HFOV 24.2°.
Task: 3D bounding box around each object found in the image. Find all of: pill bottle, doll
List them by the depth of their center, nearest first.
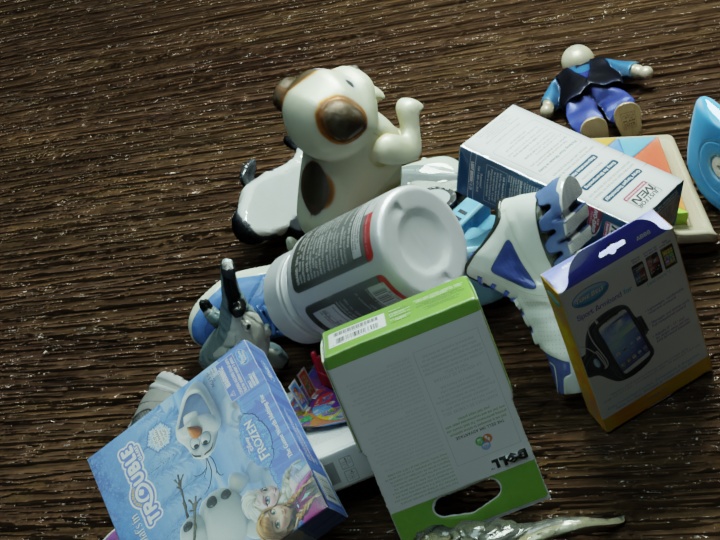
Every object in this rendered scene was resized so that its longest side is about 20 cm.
[{"bbox_3d":[0.000,0.000,1.631,0.199,0.114,0.114,-24,26,48],"label":"pill bottle"},{"bbox_3d":[0.269,-0.204,1.911,0.136,0.049,0.200,-23,29,5],"label":"doll"}]

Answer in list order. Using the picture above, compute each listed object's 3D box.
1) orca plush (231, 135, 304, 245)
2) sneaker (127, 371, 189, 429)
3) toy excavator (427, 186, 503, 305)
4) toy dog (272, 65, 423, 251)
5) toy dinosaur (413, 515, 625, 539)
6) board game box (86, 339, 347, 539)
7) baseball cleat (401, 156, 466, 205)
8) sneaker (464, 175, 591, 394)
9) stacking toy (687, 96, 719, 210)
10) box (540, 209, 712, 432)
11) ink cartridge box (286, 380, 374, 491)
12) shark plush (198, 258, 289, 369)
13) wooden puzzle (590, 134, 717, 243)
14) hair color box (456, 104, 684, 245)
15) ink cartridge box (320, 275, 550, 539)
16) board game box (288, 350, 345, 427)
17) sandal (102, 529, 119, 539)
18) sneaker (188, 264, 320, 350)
[{"bbox_3d":[-0.110,-0.086,1.969,0.071,0.105,0.201,-39,26,39],"label":"orca plush"},{"bbox_3d":[-0.163,0.167,1.689,0.082,0.075,0.199,-50,32,-18],"label":"sneaker"},{"bbox_3d":[0.145,-0.019,1.718,0.199,0.101,0.194,15,38,31],"label":"toy excavator"},{"bbox_3d":[-0.023,-0.124,1.750,0.193,0.201,0.139,-31,43,-17],"label":"toy dog"},{"bbox_3d":[0.125,0.243,1.435,0.198,0.048,0.088,-8,32,17],"label":"toy dinosaur"},{"bbox_3d":[-0.137,0.200,1.547,0.199,0.043,0.201,-38,55,10],"label":"board game box"},{"bbox_3d":[0.025,-0.070,1.866,0.199,0.070,0.107,-20,34,7],"label":"baseball cleat"},{"bbox_3d":[0.164,0.013,1.582,0.114,0.201,0.080,-5,11,31],"label":"sneaker"},{"bbox_3d":[0.436,-0.143,1.704,0.199,0.110,0.116,-28,50,-23],"label":"stacking toy"},{"bbox_3d":[0.236,0.038,1.491,0.119,0.201,0.042,-29,35,-8],"label":"box"},{"bbox_3d":[0.010,0.142,1.628,0.199,0.045,0.176,-22,18,3],"label":"ink cartridge box"},{"bbox_3d":[-0.141,0.064,1.702,0.083,0.200,0.091,40,73,24],"label":"shark plush"},{"bbox_3d":[0.253,-0.088,1.717,0.183,0.037,0.201,-3,36,-6],"label":"wooden puzzle"},{"bbox_3d":[0.202,-0.082,1.639,0.199,0.061,0.100,27,46,27],"label":"hair color box"},{"bbox_3d":[0.067,0.130,1.505,0.147,0.201,0.076,-21,15,3],"label":"ink cartridge box"},{"bbox_3d":[0.001,0.084,1.660,0.157,0.039,0.200,-14,21,24],"label":"board game box"},{"bbox_3d":[-0.170,0.235,1.612,0.201,0.050,0.083,-22,35,4],"label":"sandal"},{"bbox_3d":[-0.086,0.045,1.778,0.198,0.077,0.111,-18,26,-2],"label":"sneaker"}]
